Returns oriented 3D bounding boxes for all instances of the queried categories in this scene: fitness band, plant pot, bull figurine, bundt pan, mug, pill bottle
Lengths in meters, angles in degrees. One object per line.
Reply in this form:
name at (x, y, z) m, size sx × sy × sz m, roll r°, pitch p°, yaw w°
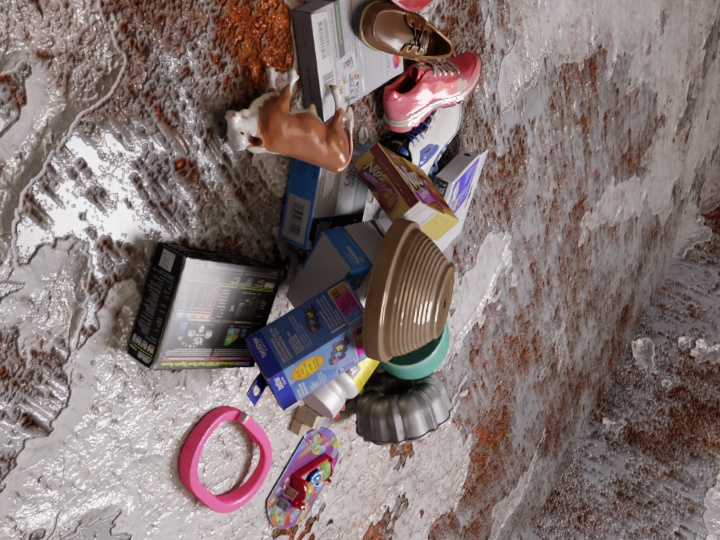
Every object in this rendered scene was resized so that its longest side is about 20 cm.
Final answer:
fitness band at (-0.209, 0.302, 1.184) m, size 0.145 × 0.037 × 0.202 m, roll -52°, pitch 142°, yaw -22°
plant pot at (0.076, 0.036, 1.053) m, size 0.200 × 0.091 × 0.206 m, roll 14°, pitch 90°, yaw -73°
bull figurine at (-0.092, -0.201, 1.006) m, size 0.197 × 0.065 × 0.125 m, roll 14°, pitch 90°, yaw -34°
bundt pan at (0.076, 0.247, 1.430) m, size 0.200 × 0.199 × 0.078 m, roll -31°, pitch 114°, yaw -42°
mug at (0.103, 0.113, 1.410) m, size 0.185 × 0.151 × 0.115 m, roll -46°, pitch 153°, yaw -10°
pill bottle at (-0.026, 0.144, 1.284) m, size 0.201 × 0.113 × 0.115 m, roll -53°, pitch 144°, yaw -22°

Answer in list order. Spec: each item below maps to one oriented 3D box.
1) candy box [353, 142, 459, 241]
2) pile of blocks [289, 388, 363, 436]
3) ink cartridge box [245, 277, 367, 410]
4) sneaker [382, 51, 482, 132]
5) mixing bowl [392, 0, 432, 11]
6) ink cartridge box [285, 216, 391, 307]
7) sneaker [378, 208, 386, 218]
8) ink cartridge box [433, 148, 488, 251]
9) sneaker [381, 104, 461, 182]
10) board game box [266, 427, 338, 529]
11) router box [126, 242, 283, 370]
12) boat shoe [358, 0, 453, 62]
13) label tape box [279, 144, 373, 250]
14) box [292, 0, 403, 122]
candy box at (0.076, -0.119, 1.172) m, size 0.056 × 0.118 × 0.199 m, roll -39°, pitch 160°, yaw 15°
pile of blocks at (-0.041, 0.237, 1.363) m, size 0.200 × 0.061 × 0.083 m, roll -46°, pitch 141°, yaw -29°
ink cartridge box at (-0.081, 0.116, 1.074) m, size 0.197 × 0.077 × 0.137 m, roll -30°, pitch 153°, yaw -10°
sneaker at (0.119, -0.308, 1.222) m, size 0.198 × 0.074 × 0.087 m, roll -35°, pitch 144°, yaw -9°
mixing bowl at (0.097, -0.481, 1.053) m, size 0.198 × 0.107 × 0.206 m, roll 5°, pitch 83°, yaw -50°
ink cartridge box at (0.000, 0.000, 1.180) m, size 0.198 × 0.085 × 0.146 m, roll -17°, pitch 149°, yaw -46°
sneaker at (0.084, -0.019, 1.322) m, size 0.081 × 0.074 × 0.205 m, roll 49°, pitch 33°, yaw -65°
ink cartridge box at (0.168, -0.122, 1.429) m, size 0.200 × 0.043 × 0.202 m, roll -42°, pitch 152°, yaw -52°
sneaker at (0.100, -0.229, 1.284) m, size 0.114 × 0.079 × 0.204 m, roll 5°, pitch 106°, yaw -57°
board game box at (-0.091, 0.398, 1.401) m, size 0.202 × 0.038 × 0.158 m, roll -58°, pitch 145°, yaw -15°
router box at (-0.206, 0.053, 1.022) m, size 0.198 × 0.061 × 0.153 m, roll 10°, pitch 100°, yaw -56°
boat shoe at (0.072, -0.353, 1.114) m, size 0.198 × 0.067 × 0.074 m, roll -5°, pitch 112°, yaw -54°
label tape box at (-0.031, -0.119, 1.174) m, size 0.198 × 0.065 × 0.147 m, roll -10°, pitch 117°, yaw -51°
box at (-0.011, -0.334, 1.102) m, size 0.199 × 0.041 × 0.159 m, roll -40°, pitch 137°, yaw -35°
